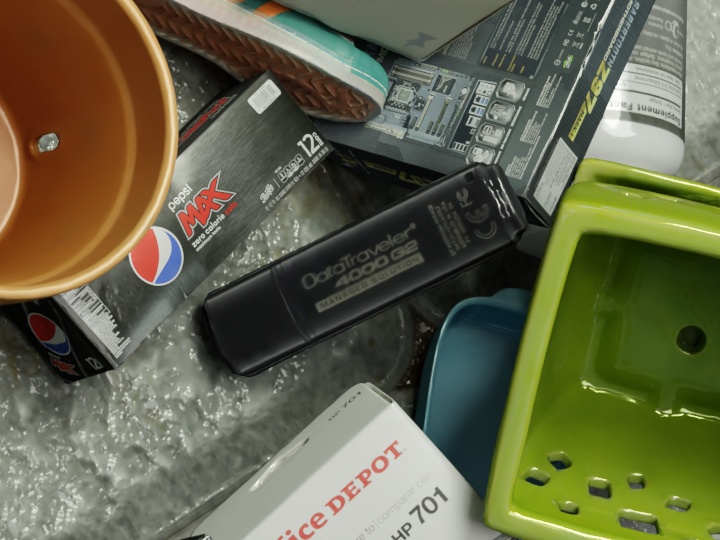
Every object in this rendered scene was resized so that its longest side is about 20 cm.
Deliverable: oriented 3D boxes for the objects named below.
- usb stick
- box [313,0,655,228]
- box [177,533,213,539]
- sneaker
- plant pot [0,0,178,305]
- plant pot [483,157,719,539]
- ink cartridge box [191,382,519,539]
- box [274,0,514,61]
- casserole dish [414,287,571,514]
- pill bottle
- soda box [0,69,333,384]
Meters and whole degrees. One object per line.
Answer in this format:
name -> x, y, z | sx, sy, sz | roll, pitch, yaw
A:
usb stick -> 0.000, 0.000, 1.636 | 0.056, 0.200, 0.033 | 65, 16, 4
box -> 0.080, -0.139, 1.697 | 0.200, 0.158, 0.051 | -65, 148, -13
box -> -0.073, 0.239, 1.545 | 0.044, 0.160, 0.200 | -43, 103, -31
sneaker -> -0.065, -0.161, 1.666 | 0.200, 0.071, 0.080 | 28, 66, -6
plant pot -> -0.218, -0.071, 1.537 | 0.200, 0.140, 0.200 | 7, 76, -29
plant pot -> 0.186, 0.050, 1.616 | 0.199, 0.182, 0.200 | 14, 107, 1
ink cartridge box -> 0.021, 0.187, 1.628 | 0.146, 0.086, 0.200 | -43, 104, -4
box -> 0.020, -0.245, 1.651 | 0.128, 0.109, 0.200 | 20, 57, -33
casserole dish -> 0.081, 0.111, 1.732 | 0.121, 0.039, 0.200 | 17, 71, -26
pill bottle -> 0.144, -0.112, 1.769 | 0.116, 0.116, 0.200 | 10, 76, -28
soda box -> -0.109, -0.026, 1.629 | 0.063, 0.071, 0.200 | 51, 61, -13
